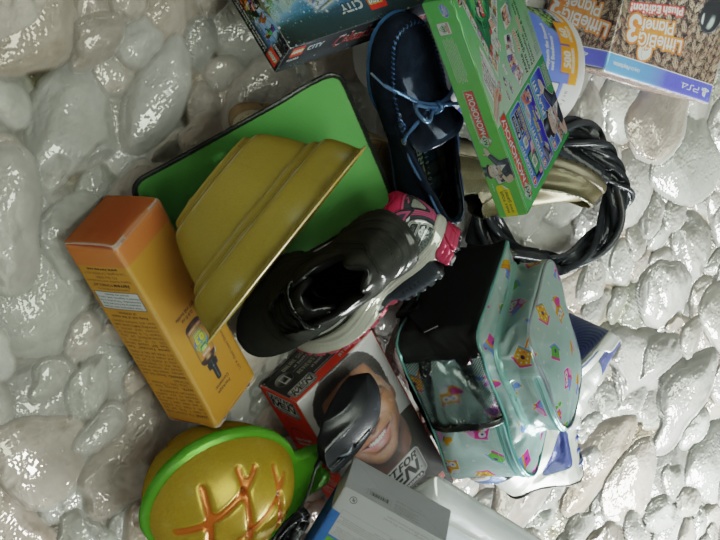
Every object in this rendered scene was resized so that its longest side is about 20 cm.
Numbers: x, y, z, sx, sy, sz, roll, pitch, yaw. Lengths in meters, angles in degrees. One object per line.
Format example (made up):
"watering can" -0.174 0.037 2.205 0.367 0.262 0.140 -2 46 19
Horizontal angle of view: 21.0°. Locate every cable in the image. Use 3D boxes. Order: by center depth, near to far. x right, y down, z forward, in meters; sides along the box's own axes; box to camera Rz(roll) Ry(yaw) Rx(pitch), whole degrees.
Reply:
"cable" 0.185 -0.073 1.880 0.199 0.051 0.165 -4 101 -34

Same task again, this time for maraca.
"maraca" -0.106 0.191 1.670 0.199 0.107 0.138 10 121 -47

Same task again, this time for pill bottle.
"pill bottle" 0.094 -0.188 1.720 0.199 0.112 0.113 4 101 -40

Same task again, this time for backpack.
"backpack" 0.124 0.092 1.790 0.176 0.152 0.201 -72 156 -52

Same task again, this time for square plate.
"square plate" 0.054 0.284 1.808 0.198 0.029 0.200 -37 135 19

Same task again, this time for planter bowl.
"planter bowl" -0.089 -0.046 1.541 0.083 0.200 0.201 39 74 -2

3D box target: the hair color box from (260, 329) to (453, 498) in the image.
"hair color box" -0.001 0.150 1.775 0.101 0.061 0.201 -43 126 -20

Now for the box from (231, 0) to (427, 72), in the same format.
"box" -0.020 -0.254 1.602 0.199 0.038 0.137 -22 74 -33

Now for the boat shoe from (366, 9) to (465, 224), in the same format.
"boat shoe" 0.061 -0.127 1.617 0.084 0.069 0.201 -37 135 -19

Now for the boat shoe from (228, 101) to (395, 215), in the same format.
"boat shoe" -0.023 -0.103 1.672 0.199 0.065 0.072 19 112 -37

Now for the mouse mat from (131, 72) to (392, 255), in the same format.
"mouse mat" -0.078 -0.064 1.623 0.199 0.008 0.161 -30 133 -6

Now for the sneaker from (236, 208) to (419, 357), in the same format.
"sneaker" -0.044 0.020 1.606 0.076 0.200 0.091 51 38 -3

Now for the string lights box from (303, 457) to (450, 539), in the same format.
"string lights box" -0.013 0.278 1.725 0.102 0.059 0.201 29 113 -4

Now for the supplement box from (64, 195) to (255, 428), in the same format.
"supplement box" -0.162 0.035 1.596 0.067 0.068 0.201 -52 129 -35

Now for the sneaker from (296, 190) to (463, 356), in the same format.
"sneaker" 0.000 0.000 1.675 0.075 0.200 0.081 38 36 -17

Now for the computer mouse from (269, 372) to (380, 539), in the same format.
"computer mouse" -0.029 0.177 1.667 0.201 0.034 0.059 -64 159 -19

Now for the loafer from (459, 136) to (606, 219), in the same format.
"loafer" 0.126 -0.079 1.771 0.198 0.076 0.068 10 90 -9

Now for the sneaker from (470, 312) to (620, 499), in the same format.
"sneaker" 0.189 0.147 1.930 0.200 0.080 0.115 -52 133 -7

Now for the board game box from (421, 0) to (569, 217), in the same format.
"board game box" 0.116 -0.165 1.615 0.135 0.029 0.201 -56 132 -49

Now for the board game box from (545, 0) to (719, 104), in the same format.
"board game box" 0.274 -0.278 1.854 0.159 0.097 0.202 10 96 -41
